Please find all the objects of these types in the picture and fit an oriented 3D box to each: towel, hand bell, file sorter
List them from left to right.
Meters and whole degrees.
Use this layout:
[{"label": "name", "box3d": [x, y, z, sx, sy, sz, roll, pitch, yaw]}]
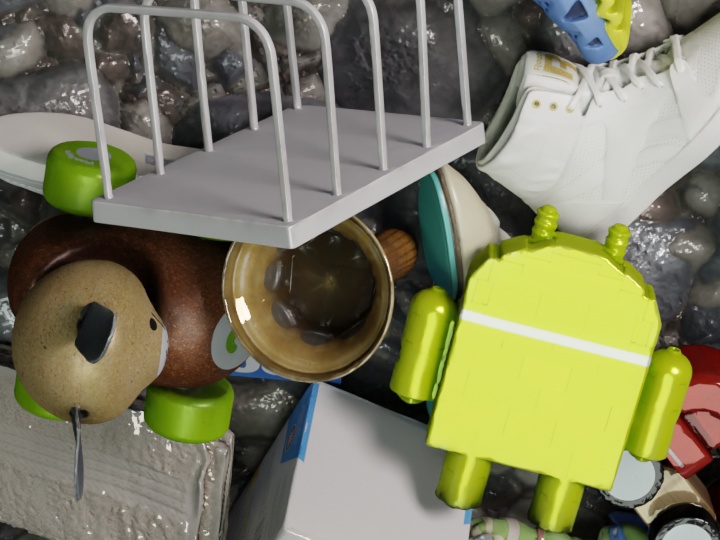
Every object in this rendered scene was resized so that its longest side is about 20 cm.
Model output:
[{"label": "towel", "box3d": [-0.178, 0.133, 1.465, 0.199, 0.034, 0.133, 16, 119, 19]}, {"label": "file sorter", "box3d": [-0.042, -0.108, 1.233, 0.138, 0.200, 0.125, 9, 113, 33]}, {"label": "hand bell", "box3d": [0.000, 0.000, 1.327, 0.103, 0.200, 0.105, 2, 97, 18]}]

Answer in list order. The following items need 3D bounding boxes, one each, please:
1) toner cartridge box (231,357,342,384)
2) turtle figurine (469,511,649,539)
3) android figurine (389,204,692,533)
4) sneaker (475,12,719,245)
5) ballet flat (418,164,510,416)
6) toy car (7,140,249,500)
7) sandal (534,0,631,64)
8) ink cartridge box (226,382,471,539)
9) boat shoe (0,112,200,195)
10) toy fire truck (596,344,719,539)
[{"label": "toner cartridge box", "box3d": [-0.106, 0.029, 1.408, 0.198, 0.043, 0.095, 5, 153, 0]}, {"label": "turtle figurine", "box3d": [0.106, 0.248, 1.490, 0.144, 0.200, 0.194, 35, 127, -1]}, {"label": "android figurine", "box3d": [0.113, 0.060, 1.356, 0.181, 0.041, 0.201, 12, 107, 0]}, {"label": "sneaker", "box3d": [0.156, -0.108, 1.322, 0.115, 0.074, 0.200, 32, 118, -20]}, {"label": "ballet flat", "box3d": [0.073, 0.013, 1.411, 0.069, 0.070, 0.201, 0, 123, 2]}, {"label": "toy car", "box3d": [-0.135, 0.040, 1.256, 0.157, 0.200, 0.165, 10, 111, -3]}, {"label": "sandal", "box3d": [0.086, -0.201, 1.269, 0.087, 0.080, 0.200, -31, 104, 21]}, {"label": "ink cartridge box", "box3d": [-0.022, 0.198, 1.466, 0.125, 0.129, 0.200, 21, 135, -11]}, {"label": "boat shoe", "box3d": [-0.146, -0.047, 1.379, 0.199, 0.072, 0.069, 9, 121, -14]}, {"label": "toy fire truck", "box3d": [0.266, 0.119, 1.422, 0.200, 0.129, 0.176, -37, 102, 11]}]
